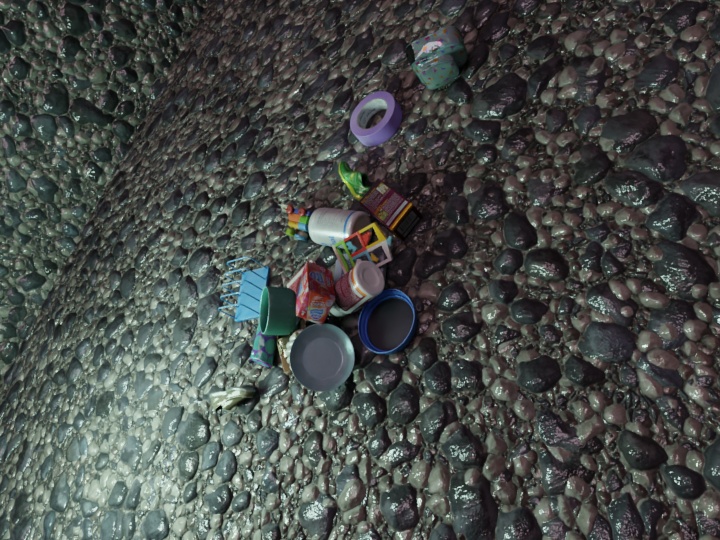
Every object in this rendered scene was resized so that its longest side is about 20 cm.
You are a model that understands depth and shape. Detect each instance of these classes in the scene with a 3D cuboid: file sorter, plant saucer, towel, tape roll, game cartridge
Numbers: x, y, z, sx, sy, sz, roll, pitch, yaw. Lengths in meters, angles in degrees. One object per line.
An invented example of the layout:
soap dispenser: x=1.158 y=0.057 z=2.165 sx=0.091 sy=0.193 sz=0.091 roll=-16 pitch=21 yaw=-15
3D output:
file sorter: x=-0.441 y=0.069 z=1.934 sx=0.136 sy=0.122 sz=0.204 roll=-12 pitch=61 yaw=30
plant saucer: x=-0.116 y=0.264 z=1.557 sx=0.196 sy=0.039 sz=0.206 roll=1 pitch=73 yaw=-4
towel: x=-0.181 y=0.070 z=1.819 sx=0.144 sy=0.023 sz=0.201 roll=-44 pitch=48 yaw=11
tape roll: x=0.058 y=-0.577 z=1.955 sx=0.197 sy=0.065 sz=0.204 roll=-16 pitch=60 yaw=28
game cartridge: x=0.000 y=0.000 z=1.718 sx=0.196 sy=0.041 sz=0.136 roll=-10 pitch=58 yaw=31

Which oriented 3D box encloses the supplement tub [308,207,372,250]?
supplement tub: x=-0.069 y=-0.145 z=1.778 sx=0.197 sy=0.132 sz=0.134 roll=10 pitch=72 yaw=39

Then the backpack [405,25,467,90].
backpack: x=0.281 y=-0.755 z=1.823 sx=0.197 sy=0.175 sz=0.156 roll=-27 pitch=71 yaw=19

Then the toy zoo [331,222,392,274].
toy zoo: x=0.018 y=-0.065 z=1.655 sx=0.197 sy=0.020 sz=0.133 roll=-27 pitch=90 yaw=21

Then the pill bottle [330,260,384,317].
pill bottle: x=-0.022 y=0.063 z=1.610 sx=0.199 sy=0.112 sz=0.117 roll=-39 pitch=45 yaw=46

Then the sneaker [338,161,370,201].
sneaker: x=-0.013 y=-0.329 z=1.876 sx=0.083 sy=0.074 sz=0.202 roll=-40 pitch=60 yaw=13

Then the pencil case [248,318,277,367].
pencil case: x=-0.324 y=0.231 z=1.792 sx=0.083 sy=0.093 sz=0.204 roll=10 pitch=68 yaw=3

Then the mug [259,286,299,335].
mug: x=-0.263 y=0.129 z=1.680 sx=0.185 sy=0.112 sz=0.156 roll=-157 pitch=73 yaw=-68

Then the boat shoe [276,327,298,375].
boat shoe: x=-0.254 y=0.253 z=1.740 sx=0.075 sy=0.072 sz=0.204 roll=-25 pitch=55 yaw=22

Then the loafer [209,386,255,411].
loafer: x=-0.441 y=0.447 z=1.780 sx=0.197 sy=0.075 sz=0.071 roll=-19 pitch=68 yaw=31

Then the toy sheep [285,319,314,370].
toy sheep: x=-0.180 y=0.256 z=1.648 sx=0.135 sy=0.137 sz=0.205 roll=-11 pitch=66 yaw=29

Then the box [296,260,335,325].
box: x=-0.144 y=0.067 z=1.615 sx=0.101 sy=0.094 sz=0.201 roll=-63 pitch=18 yaw=21

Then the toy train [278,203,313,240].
toy train: x=-0.261 y=-0.185 z=1.973 sx=0.197 sy=0.084 sz=0.118 roll=15 pitch=89 yaw=39

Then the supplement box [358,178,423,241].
supplement box: x=0.099 y=-0.205 z=1.720 sx=0.111 sy=0.085 sz=0.200 roll=-49 pitch=49 yaw=4

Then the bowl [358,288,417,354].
bowl: x=0.085 y=0.158 z=1.574 sx=0.197 sy=0.039 sz=0.205 roll=-16 pitch=59 yaw=28

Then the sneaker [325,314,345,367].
sneaker: x=-0.092 y=0.223 z=1.631 sx=0.075 sy=0.091 sz=0.202 roll=-35 pitch=53 yaw=12
